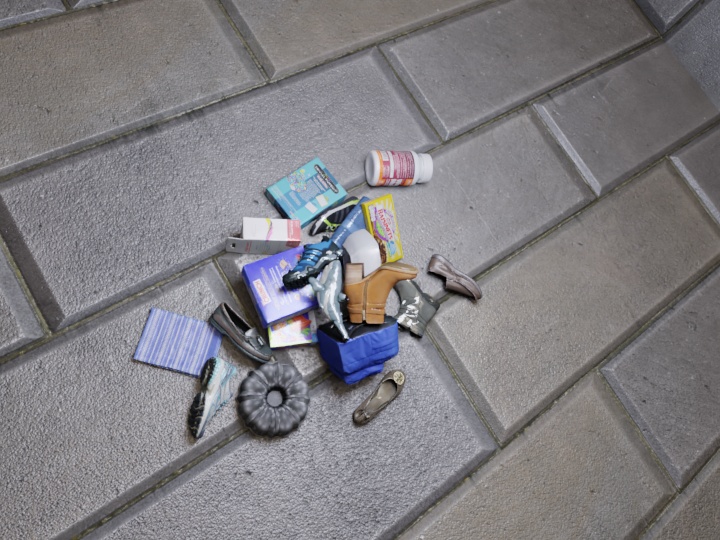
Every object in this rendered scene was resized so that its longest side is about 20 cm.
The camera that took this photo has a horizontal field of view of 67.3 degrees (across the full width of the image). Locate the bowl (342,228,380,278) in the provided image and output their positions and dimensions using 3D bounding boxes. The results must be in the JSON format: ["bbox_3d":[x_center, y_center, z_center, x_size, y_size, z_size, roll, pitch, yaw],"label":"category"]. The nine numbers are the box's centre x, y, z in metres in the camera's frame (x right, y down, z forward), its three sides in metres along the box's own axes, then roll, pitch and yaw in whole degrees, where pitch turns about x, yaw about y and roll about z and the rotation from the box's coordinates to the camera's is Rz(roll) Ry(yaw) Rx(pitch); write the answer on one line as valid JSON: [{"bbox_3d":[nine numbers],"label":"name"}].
[{"bbox_3d":[0.000,0.000,1.498,0.074,0.200,0.202,-9,111,-10],"label":"bowl"}]

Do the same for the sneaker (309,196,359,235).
[{"bbox_3d":[-0.059,-0.151,1.622,0.199,0.072,0.083,-35,85,-24],"label":"sneaker"}]

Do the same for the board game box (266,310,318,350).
[{"bbox_3d":[-0.199,0.111,1.499,0.133,0.045,0.202,-5,73,-19],"label":"board game box"}]

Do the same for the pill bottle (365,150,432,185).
[{"bbox_3d":[0.122,-0.325,1.719,0.198,0.110,0.111,-3,72,-18],"label":"pill bottle"}]

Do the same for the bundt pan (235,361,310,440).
[{"bbox_3d":[-0.220,0.330,1.399,0.199,0.076,0.204,6,69,-15],"label":"bundt pan"}]

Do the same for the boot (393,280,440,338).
[{"bbox_3d":[0.131,0.099,1.597,0.199,0.068,0.131,38,71,1],"label":"boot"}]

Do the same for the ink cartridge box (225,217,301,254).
[{"bbox_3d":[-0.273,-0.095,1.511,0.198,0.117,0.068,1,71,-17],"label":"ink cartridge box"}]

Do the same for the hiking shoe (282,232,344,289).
[{"bbox_3d":[-0.137,-0.022,1.427,0.199,0.075,0.087,-31,74,-36],"label":"hiking shoe"}]

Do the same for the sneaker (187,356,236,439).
[{"bbox_3d":[-0.364,0.324,1.357,0.086,0.077,0.202,25,76,-36],"label":"sneaker"}]

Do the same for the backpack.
[{"bbox_3d":[0.003,0.199,1.468,0.198,0.162,0.170,-20,116,-26],"label":"backpack"}]

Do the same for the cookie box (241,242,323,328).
[{"bbox_3d":[-0.198,0.039,1.458,0.198,0.075,0.173,-20,77,-24],"label":"cookie box"}]

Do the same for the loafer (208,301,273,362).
[{"bbox_3d":[-0.307,0.162,1.419,0.199,0.072,0.063,36,104,5],"label":"loafer"}]

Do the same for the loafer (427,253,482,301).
[{"bbox_3d":[0.284,0.035,1.668,0.199,0.073,0.071,38,75,4],"label":"loafer"}]

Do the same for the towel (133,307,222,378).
[{"bbox_3d":[-0.467,0.188,1.403,0.198,0.024,0.146,17,66,-10],"label":"towel"}]

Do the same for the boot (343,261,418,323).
[{"bbox_3d":[0.054,0.059,1.374,0.198,0.074,0.157,0,100,22],"label":"boot"}]

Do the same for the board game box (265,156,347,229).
[{"bbox_3d":[-0.162,-0.229,1.632,0.199,0.047,0.151,-37,84,-25],"label":"board game box"}]

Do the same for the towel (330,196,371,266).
[{"bbox_3d":[-0.015,-0.115,1.603,0.201,0.048,0.112,-53,127,-16],"label":"towel"}]

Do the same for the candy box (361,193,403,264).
[{"bbox_3d":[0.068,-0.118,1.615,0.102,0.026,0.202,-25,112,-31],"label":"candy box"}]

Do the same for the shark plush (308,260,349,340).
[{"bbox_3d":[-0.068,0.075,1.358,0.083,0.091,0.202,-23,55,16],"label":"shark plush"}]

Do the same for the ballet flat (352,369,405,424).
[{"bbox_3d":[0.057,0.347,1.492,0.199,0.046,0.068,-38,86,-25],"label":"ballet flat"}]
